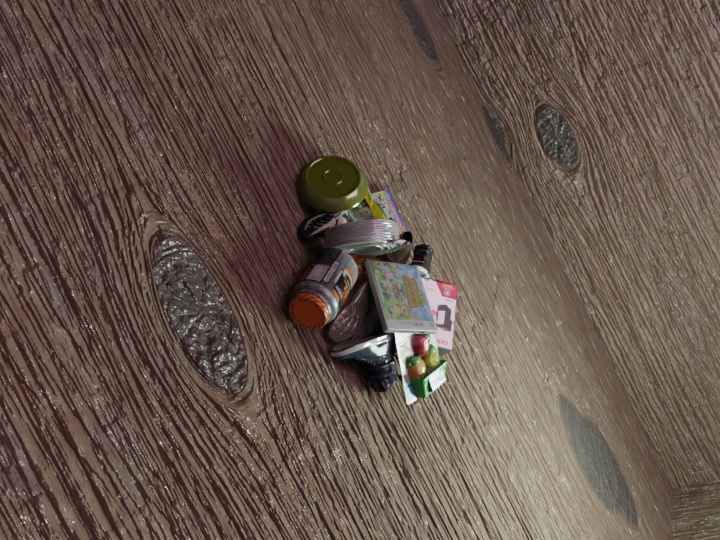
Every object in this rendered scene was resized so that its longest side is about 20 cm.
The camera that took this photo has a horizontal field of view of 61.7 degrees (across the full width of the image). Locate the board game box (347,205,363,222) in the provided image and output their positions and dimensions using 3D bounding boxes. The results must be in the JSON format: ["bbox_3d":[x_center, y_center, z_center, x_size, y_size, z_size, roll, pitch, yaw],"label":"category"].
[{"bbox_3d":[-0.035,-0.199,1.766,0.202,0.064,0.147,58,33,-7],"label":"board game box"}]

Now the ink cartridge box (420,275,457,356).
[{"bbox_3d":[0.197,0.133,1.755,0.144,0.083,0.203,13,68,-12],"label":"ink cartridge box"}]

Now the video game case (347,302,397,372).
[{"bbox_3d":[0.053,0.168,1.595,0.143,0.019,0.201,47,64,-26],"label":"video game case"}]

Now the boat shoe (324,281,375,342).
[{"bbox_3d":[-0.031,0.109,1.552,0.200,0.071,0.076,-47,117,-35],"label":"boat shoe"}]

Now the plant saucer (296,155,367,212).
[{"bbox_3d":[-0.076,-0.247,1.646,0.031,0.197,0.202,98,-6,-56],"label":"plant saucer"}]

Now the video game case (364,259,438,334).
[{"bbox_3d":[0.108,0.070,1.585,0.180,0.022,0.202,7,56,-38],"label":"video game case"}]

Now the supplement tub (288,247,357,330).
[{"bbox_3d":[-0.091,0.045,1.456,0.123,0.122,0.201,52,37,-18],"label":"supplement tub"}]

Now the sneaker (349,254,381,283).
[{"bbox_3d":[0.000,0.000,1.618,0.198,0.077,0.074,20,61,-41],"label":"sneaker"}]

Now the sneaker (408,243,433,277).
[{"bbox_3d":[0.174,-0.033,1.793,0.200,0.070,0.101,17,79,-76],"label":"sneaker"}]

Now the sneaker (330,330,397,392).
[{"bbox_3d":[0.016,0.239,1.503,0.200,0.076,0.149,-8,93,-41],"label":"sneaker"}]

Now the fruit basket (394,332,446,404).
[{"bbox_3d":[0.164,0.228,1.605,0.184,0.093,0.203,-24,113,-49],"label":"fruit basket"}]

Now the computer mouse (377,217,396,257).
[{"bbox_3d":[0.038,-0.068,1.734,0.052,0.140,0.199,34,33,23],"label":"computer mouse"}]

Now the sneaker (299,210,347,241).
[{"bbox_3d":[-0.090,-0.119,1.624,0.200,0.073,0.081,-39,136,-45],"label":"sneaker"}]

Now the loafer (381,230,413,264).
[{"bbox_3d":[0.117,-0.063,1.811,0.074,0.070,0.201,26,32,-3],"label":"loafer"}]

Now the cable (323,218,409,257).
[{"bbox_3d":[0.002,-0.081,1.560,0.197,0.199,0.070,1,79,-31],"label":"cable"}]

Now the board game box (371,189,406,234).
[{"bbox_3d":[0.091,-0.158,1.952,0.134,0.029,0.202,-23,88,-57],"label":"board game box"}]

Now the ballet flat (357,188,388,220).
[{"bbox_3d":[0.012,-0.187,1.706,0.066,0.067,0.202,-21,75,-20],"label":"ballet flat"}]
